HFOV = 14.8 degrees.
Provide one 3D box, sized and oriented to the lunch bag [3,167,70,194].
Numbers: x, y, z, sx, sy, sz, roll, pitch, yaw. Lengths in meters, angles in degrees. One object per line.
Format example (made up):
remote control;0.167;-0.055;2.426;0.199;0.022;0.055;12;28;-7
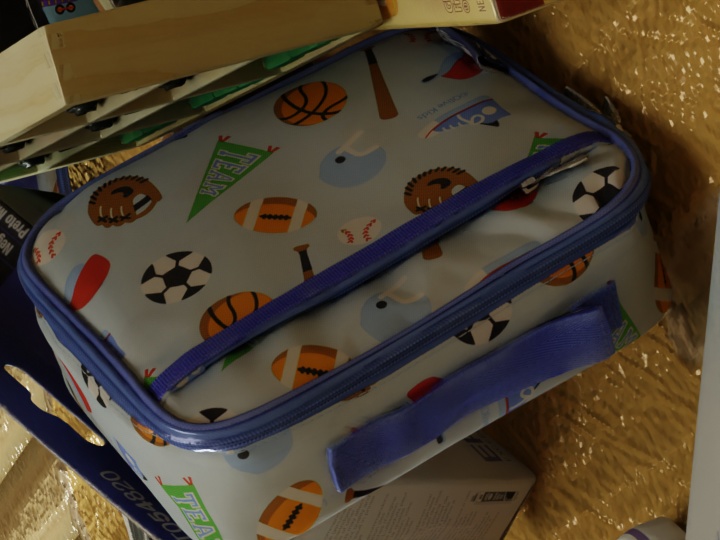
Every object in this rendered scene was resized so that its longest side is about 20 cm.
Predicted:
lunch bag;-0.198;-0.086;1.368;0.160;0.075;0.201;25;129;53

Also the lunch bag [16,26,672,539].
lunch bag;0.000;0.000;0.915;0.160;0.199;0.076;41;155;48

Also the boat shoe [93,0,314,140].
boat shoe;-0.068;-0.087;1.124;0.201;0.075;0.074;63;156;19

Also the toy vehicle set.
toy vehicle set;-0.092;-0.063;0.984;0.200;0.124;0.027;-19;88;60

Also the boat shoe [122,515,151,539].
boat shoe;-0.065;0.145;1.274;0.068;0.073;0.201;117;139;-75

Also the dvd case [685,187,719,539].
dvd case;0.147;0.070;0.823;0.142;0.017;0.202;29;121;55

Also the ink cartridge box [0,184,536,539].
ink cartridge box;-0.059;0.036;1.018;0.199;0.200;0.041;37;107;28

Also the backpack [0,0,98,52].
backpack;-0.187;-0.157;1.201;0.134;0.181;0.202;178;89;-75

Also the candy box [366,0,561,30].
candy box;0.004;-0.145;0.961;0.200;0.055;0.116;5;112;61

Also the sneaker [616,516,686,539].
sneaker;0.073;0.183;0.981;0.073;0.114;0.202;46;143;44
